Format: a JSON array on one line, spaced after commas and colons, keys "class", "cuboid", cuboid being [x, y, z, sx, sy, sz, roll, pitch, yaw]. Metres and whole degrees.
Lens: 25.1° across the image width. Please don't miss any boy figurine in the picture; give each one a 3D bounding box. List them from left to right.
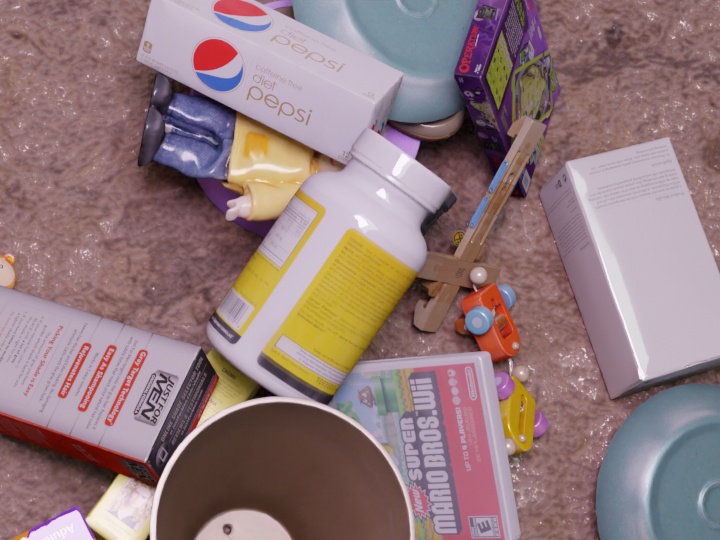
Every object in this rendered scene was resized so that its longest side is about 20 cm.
[{"class": "boy figurine", "cuboid": [-0.078, -0.091, 1.303, 0.199, 0.065, 0.125, 15, 61, -6]}]

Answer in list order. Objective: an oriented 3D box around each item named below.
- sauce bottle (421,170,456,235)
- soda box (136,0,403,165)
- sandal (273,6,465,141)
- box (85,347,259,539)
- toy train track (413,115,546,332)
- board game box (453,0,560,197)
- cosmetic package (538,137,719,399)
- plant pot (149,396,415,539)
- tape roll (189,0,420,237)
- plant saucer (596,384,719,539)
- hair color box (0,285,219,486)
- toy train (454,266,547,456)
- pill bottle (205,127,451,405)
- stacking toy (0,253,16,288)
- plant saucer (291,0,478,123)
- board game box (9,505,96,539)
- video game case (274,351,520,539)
[{"class": "sauce bottle", "cuboid": [0.000, 0.000, 1.340, 0.066, 0.066, 0.200, 41, 84, 2]}, {"class": "soda box", "cuboid": [-0.072, -0.161, 1.278, 0.199, 0.064, 0.068, 26, 34, 8]}, {"class": "sandal", "cuboid": [0.000, -0.171, 1.351, 0.199, 0.054, 0.081, 22, 69, -6]}, {"class": "box", "cuboid": [-0.142, 0.138, 1.282, 0.050, 0.075, 0.200, 34, 70, 1]}, {"class": "toy train track", "cuboid": [0.093, -0.043, 1.368, 0.032, 0.114, 0.201, 37, 105, 34]}, {"class": "board game box", "cuboid": [0.128, -0.162, 1.378, 0.032, 0.200, 0.121, 15, 69, 23]}, {"class": "cosmetic package", "cuboid": [0.243, -0.002, 1.409, 0.107, 0.085, 0.201, -13, 77, -16]}, {"class": "plant pot", "cuboid": [-0.074, 0.209, 1.207, 0.186, 0.200, 0.189, 4, 71, -12]}, {"class": "tape roll", "cuboid": [-0.050, -0.128, 1.390, 0.199, 0.066, 0.202, 4, 72, -11]}, {"class": "plant saucer", "cuboid": [0.295, 0.196, 1.359, 0.199, 0.036, 0.202, 2, 85, -19]}, {"class": "hair color box", "cuboid": [-0.221, 0.086, 1.242, 0.199, 0.061, 0.102, 16, 66, 20]}, {"class": "toy train", "cuboid": [0.089, 0.095, 1.335, 0.151, 0.055, 0.200, 63, 31, -10]}, {"class": "pill bottle", "cuboid": [-0.020, -0.002, 1.221, 0.112, 0.112, 0.201, 35, 92, -1]}, {"class": "stacking toy", "cuboid": [-0.348, -0.054, 1.288, 0.200, 0.110, 0.116, 49, 66, -7]}, {"class": "plant saucer", "cuboid": [0.039, -0.223, 1.340, 0.199, 0.036, 0.201, 8, 73, -27]}, {"class": "board game box", "cuboid": [-0.246, 0.313, 1.134, 0.199, 0.200, 0.201, -26, 81, -19]}, {"class": "video game case", "cuboid": [0.024, 0.140, 1.251, 0.017, 0.199, 0.144, -16, 98, -54]}]
